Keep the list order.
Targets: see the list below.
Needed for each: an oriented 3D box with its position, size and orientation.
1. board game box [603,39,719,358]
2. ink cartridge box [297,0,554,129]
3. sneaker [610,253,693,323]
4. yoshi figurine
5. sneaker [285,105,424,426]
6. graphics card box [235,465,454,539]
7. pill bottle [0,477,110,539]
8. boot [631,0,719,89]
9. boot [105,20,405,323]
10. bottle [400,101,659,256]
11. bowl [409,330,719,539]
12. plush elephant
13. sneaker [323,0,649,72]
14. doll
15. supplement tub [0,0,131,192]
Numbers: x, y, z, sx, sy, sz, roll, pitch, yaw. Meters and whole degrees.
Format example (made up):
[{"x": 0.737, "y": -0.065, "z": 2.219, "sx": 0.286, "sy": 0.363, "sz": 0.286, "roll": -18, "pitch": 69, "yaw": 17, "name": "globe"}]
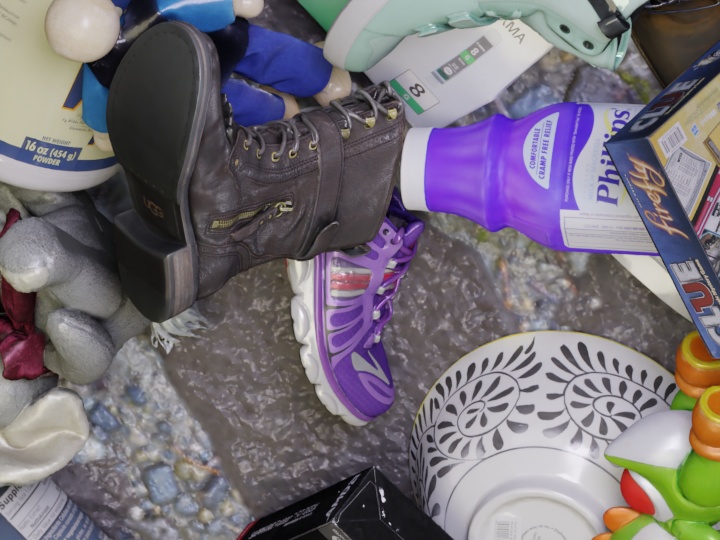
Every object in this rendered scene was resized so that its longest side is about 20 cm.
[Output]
[{"x": 0.226, "y": -0.063, "z": 1.507, "sx": 0.035, "sy": 0.200, "sz": 0.136, "roll": -7, "pitch": 117, "yaw": 51, "name": "board game box"}, {"x": 0.041, "y": -0.169, "z": 1.536, "sx": 0.161, "sy": 0.050, "sz": 0.200, "roll": 47, "pitch": 151, "yaw": -9, "name": "ink cartridge box"}, {"x": 0.233, "y": -0.013, "z": 1.606, "sx": 0.200, "sy": 0.074, "sz": 0.116, "roll": 34, "pitch": 108, "yaw": -2, "name": "sneaker"}, {"x": 0.205, "y": 0.133, "z": 1.594, "sx": 0.112, "sy": 0.112, "sz": 0.200, "roll": 39, "pitch": 137, "yaw": 27, "name": "yoshi figurine"}, {"x": 0.000, "y": 0.000, "z": 1.667, "sx": 0.083, "sy": 0.081, "sz": 0.200, "roll": -4, "pitch": 115, "yaw": 9, "name": "sneaker"}, {"x": -0.001, "y": 0.193, "z": 1.722, "sx": 0.125, "sy": 0.051, "sz": 0.200, "roll": 43, "pitch": 154, "yaw": -7, "name": "graphics card box"}, {"x": -0.238, "y": 0.175, "z": 1.794, "sx": 0.200, "sy": 0.120, "sz": 0.120, "roll": 46, "pitch": 118, "yaw": -9, "name": "pill bottle"}, {"x": 0.166, "y": -0.148, "z": 1.533, "sx": 0.075, "sy": 0.097, "sz": 0.200, "roll": -14, "pitch": 111, "yaw": 19, "name": "boot"}, {"x": -0.049, "y": -0.070, "z": 1.535, "sx": 0.069, "sy": 0.174, "sz": 0.200, "roll": 42, "pitch": 140, "yaw": 34, "name": "boot"}, {"x": 0.124, "y": -0.052, "z": 1.568, "sx": 0.200, "sy": 0.084, "sz": 0.065, "roll": 4, "pitch": 152, "yaw": 14, "name": "bottle"}, {"x": 0.116, "y": 0.145, "z": 1.696, "sx": 0.201, "sy": 0.094, "sz": 0.201, "roll": 6, "pitch": 116, "yaw": 12, "name": "bowl"}, {"x": -0.205, "y": 0.029, "z": 1.681, "sx": 0.155, "sy": 0.165, "sz": 0.200, "roll": -40, "pitch": 136, "yaw": 10, "name": "plush elephant"}, {"x": 0.072, "y": -0.131, "z": 1.476, "sx": 0.118, "sy": 0.074, "sz": 0.200, "roll": 50, "pitch": 129, "yaw": -4, "name": "sneaker"}, {"x": -0.096, "y": -0.110, "z": 1.538, "sx": 0.136, "sy": 0.200, "sz": 0.048, "roll": -38, "pitch": 60, "yaw": 25, "name": "doll"}, {"x": -0.164, "y": -0.161, "z": 1.591, "sx": 0.145, "sy": 0.145, "sz": 0.200, "roll": 28, "pitch": 120, "yaw": 1, "name": "supplement tub"}]
